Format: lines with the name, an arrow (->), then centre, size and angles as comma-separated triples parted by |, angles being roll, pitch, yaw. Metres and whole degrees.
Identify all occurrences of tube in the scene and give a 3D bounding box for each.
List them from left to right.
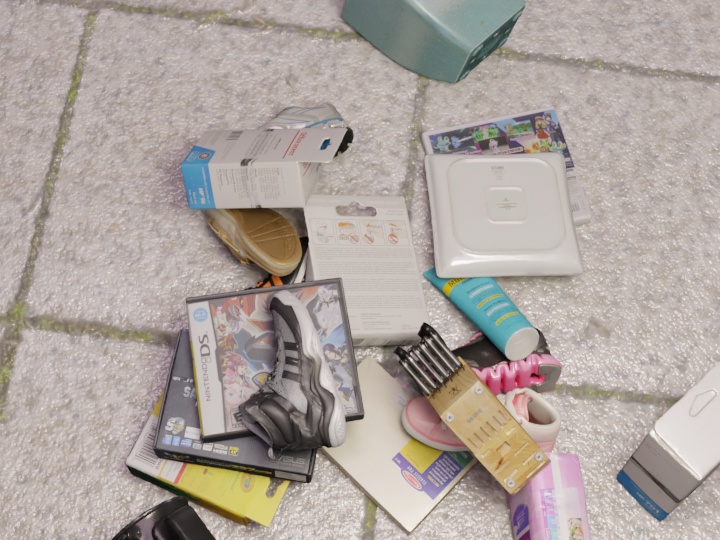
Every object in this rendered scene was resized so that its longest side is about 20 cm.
tube -> 0.161, 0.041, 1.703 | 0.077, 0.051, 0.200 | -22, 40, -16

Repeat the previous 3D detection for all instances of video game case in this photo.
video game case -> -0.107, 0.107, 1.593 | 0.198, 0.026, 0.182 | -8, 68, -6
video game case -> 0.203, -0.130, 1.816 | 0.198, 0.023, 0.184 | -12, 68, -7

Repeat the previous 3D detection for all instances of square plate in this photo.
square plate -> 0.193, -0.083, 1.754 | 0.198, 0.029, 0.200 | -1, 60, -5

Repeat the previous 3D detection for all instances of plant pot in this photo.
plant pot -> 0.117, -0.386, 1.840 | 0.196, 0.196, 0.200 | -41, 84, -17

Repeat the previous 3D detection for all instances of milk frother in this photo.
milk frother -> -0.237, 0.385, 1.497 | 0.199, 0.181, 0.189 | -32, 71, -18

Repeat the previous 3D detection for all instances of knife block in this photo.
knife block -> 0.128, 0.158, 1.577 | 0.064, 0.176, 0.200 | -42, 107, 3

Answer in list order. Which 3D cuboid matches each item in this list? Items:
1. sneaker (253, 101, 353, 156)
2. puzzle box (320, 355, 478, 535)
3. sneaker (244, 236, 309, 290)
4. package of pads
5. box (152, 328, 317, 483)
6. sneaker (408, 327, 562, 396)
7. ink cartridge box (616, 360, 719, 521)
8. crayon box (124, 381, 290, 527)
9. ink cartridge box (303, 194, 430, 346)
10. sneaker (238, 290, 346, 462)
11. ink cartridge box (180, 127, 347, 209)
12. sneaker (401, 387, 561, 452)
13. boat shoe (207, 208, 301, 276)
sneaker -> -0.114, -0.184, 1.814 | 0.198, 0.075, 0.087 | -16, 51, -9
puzzle box -> 0.035, 0.222, 1.660 | 0.200, 0.025, 0.133 | 43, 71, 15
sneaker -> -0.126, 0.035, 1.710 | 0.089, 0.070, 0.201 | 20, 70, 3
package of pads -> 0.232, 0.331, 1.568 | 0.075, 0.121, 0.202 | -2, 67, -7
box -> -0.143, 0.167, 1.608 | 0.198, 0.051, 0.159 | 10, 67, 2
sneaker -> 0.158, 0.116, 1.693 | 0.198, 0.079, 0.096 | -5, 51, -7
ink cartridge box -> 0.406, 0.208, 1.583 | 0.146, 0.200, 0.086 | -39, 73, -16
crayon box -> -0.178, 0.234, 1.634 | 0.199, 0.051, 0.128 | 23, 68, 9
ink cartridge box -> 0.000, 0.000, 1.710 | 0.160, 0.050, 0.202 | 0, 64, -27
sneaker -> -0.096, 0.125, 1.531 | 0.113, 0.076, 0.201 | -17, 72, -13
ink cartridge box -> -0.120, -0.134, 1.693 | 0.198, 0.068, 0.116 | 0, 29, 13
sneaker -> 0.157, 0.180, 1.623 | 0.199, 0.105, 0.076 | 16, 46, -4
boat shoe -> -0.142, -0.044, 1.719 | 0.073, 0.070, 0.200 | -14, 41, -30
